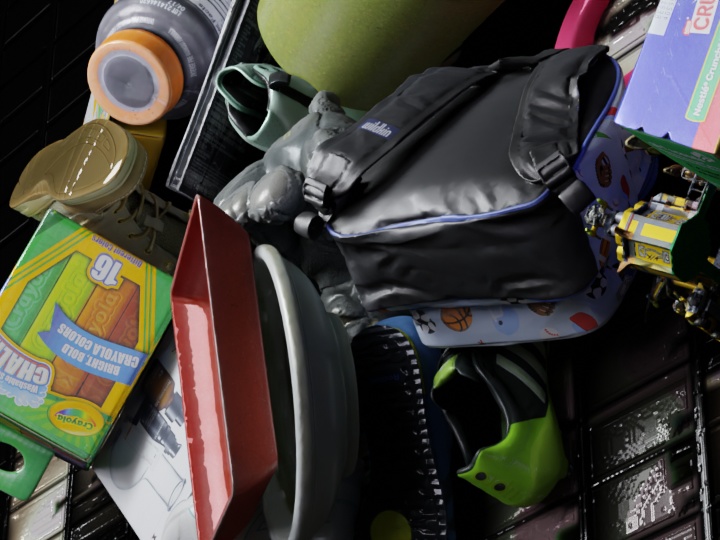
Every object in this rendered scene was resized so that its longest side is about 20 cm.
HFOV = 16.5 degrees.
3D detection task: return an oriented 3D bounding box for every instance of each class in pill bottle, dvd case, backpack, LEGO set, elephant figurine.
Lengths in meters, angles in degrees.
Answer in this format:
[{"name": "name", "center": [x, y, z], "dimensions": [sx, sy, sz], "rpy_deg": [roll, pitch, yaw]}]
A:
[{"name": "pill bottle", "center": [-0.138, -0.185, 1.944], "dimensions": [0.106, 0.106, 0.200], "rpy_deg": [-40, 7, 36]}, {"name": "dvd case", "center": [-0.092, -0.145, 1.919], "dimensions": [0.016, 0.149, 0.200], "rpy_deg": [20, 87, 13]}, {"name": "backpack", "center": [0.095, -0.049, 1.529], "dimensions": [0.200, 0.154, 0.191], "rpy_deg": [-1, 41, 32]}, {"name": "LEGO set", "center": [0.186, -0.068, 1.425], "dimensions": [0.116, 0.154, 0.200], "rpy_deg": [16, 89, 41]}, {"name": "elephant figurine", "center": [0.000, 0.000, 1.703], "dimensions": [0.155, 0.200, 0.142], "rpy_deg": [-42, 15, -8]}]

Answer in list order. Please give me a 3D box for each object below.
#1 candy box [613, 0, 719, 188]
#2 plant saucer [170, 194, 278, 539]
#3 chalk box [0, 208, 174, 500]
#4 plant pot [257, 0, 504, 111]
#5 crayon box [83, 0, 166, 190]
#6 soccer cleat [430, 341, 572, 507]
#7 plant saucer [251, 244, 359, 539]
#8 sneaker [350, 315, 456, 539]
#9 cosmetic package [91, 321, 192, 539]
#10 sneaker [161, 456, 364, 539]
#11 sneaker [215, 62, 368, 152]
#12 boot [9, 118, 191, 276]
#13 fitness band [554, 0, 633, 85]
[{"name": "candy box", "center": [0.242, -0.114, 1.322], "dimensions": [0.077, 0.200, 0.169], "rpy_deg": [19, 86, 45]}, {"name": "plant saucer", "center": [-0.090, 0.074, 1.640], "dimensions": [0.200, 0.037, 0.200], "rpy_deg": [114, 150, -69]}, {"name": "chalk box", "center": [-0.234, 0.075, 1.904], "dimensions": [0.200, 0.125, 0.124], "rpy_deg": [-62, 2, -11]}, {"name": "plant pot", "center": [0.023, -0.219, 1.755], "dimensions": [0.184, 0.200, 0.200], "rpy_deg": [-52, 33, 41]}, {"name": "crayon box", "center": [-0.193, -0.122, 2.048], "dimensions": [0.200, 0.052, 0.126], "rpy_deg": [113, 160, -55]}, {"name": "soccer cleat", "center": [0.080, 0.060, 1.569], "dimensions": [0.068, 0.081, 0.200], "rpy_deg": [-45, 38, 30]}, {"name": "plant saucer", "center": [-0.035, 0.082, 1.588], "dimensions": [0.200, 0.050, 0.200], "rpy_deg": [176, 90, -78]}, {"name": "sneaker", "center": [0.037, 0.129, 1.604], "dimensions": [0.066, 0.078, 0.200], "rpy_deg": [-6, 88, 26]}, {"name": "cosmetic package", "center": [-0.114, 0.104, 1.856], "dimensions": [0.200, 0.052, 0.151], "rpy_deg": [-61, 34, 9]}, {"name": "sneaker", "center": [-0.074, 0.188, 1.726], "dimensions": [0.200, 0.070, 0.080], "rpy_deg": [-30, 50, 43]}, {"name": "sneaker", "center": [-0.053, -0.153, 1.868], "dimensions": [0.074, 0.118, 0.200], "rpy_deg": [-49, 34, 28]}, {"name": "boot", "center": [-0.171, -0.045, 1.933], "dimensions": [0.200, 0.155, 0.072], "rpy_deg": [-12, 50, 61]}, {"name": "fitness band", "center": [0.196, -0.179, 1.600], "dimensions": [0.200, 0.037, 0.144], "rpy_deg": [-40, 43, 37]}]
